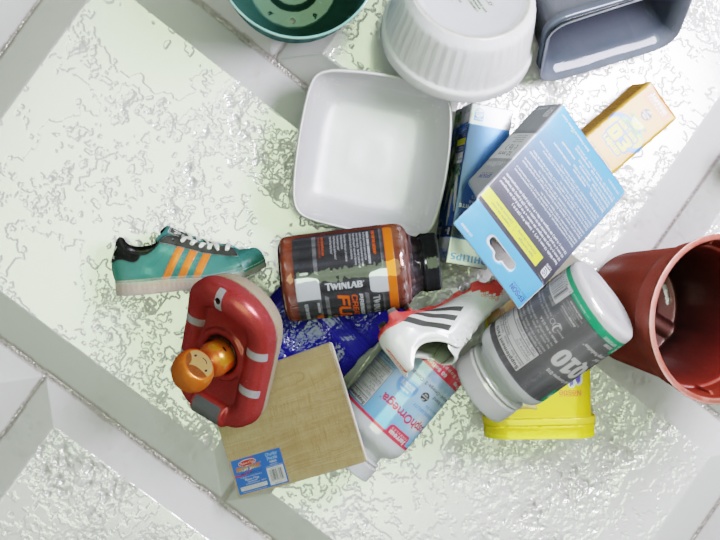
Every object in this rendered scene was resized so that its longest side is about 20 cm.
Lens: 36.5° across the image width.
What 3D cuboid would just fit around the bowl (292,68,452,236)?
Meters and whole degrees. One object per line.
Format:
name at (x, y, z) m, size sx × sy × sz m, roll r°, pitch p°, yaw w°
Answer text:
bowl at (0.014, -0.150, 1.414) m, size 0.196 × 0.075 × 0.204 m, roll 9°, pitch 91°, yaw -5°

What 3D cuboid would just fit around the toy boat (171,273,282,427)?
toy boat at (-0.179, 0.106, 1.327) m, size 0.129 × 0.130 × 0.203 m, roll 25°, pitch 118°, yaw 22°

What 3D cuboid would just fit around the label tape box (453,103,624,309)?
label tape box at (0.203, -0.078, 1.307) m, size 0.200 × 0.066 × 0.144 m, roll -46°, pitch 111°, yaw -11°

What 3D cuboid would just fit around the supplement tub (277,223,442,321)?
supplement tub at (0.000, 0.000, 1.349) m, size 0.196 × 0.107 × 0.109 m, roll -7°, pitch 93°, yaw 2°

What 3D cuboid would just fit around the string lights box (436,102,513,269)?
string lights box at (0.144, -0.107, 1.414) m, size 0.058 × 0.103 × 0.204 m, roll 9°, pitch 91°, yaw -7°

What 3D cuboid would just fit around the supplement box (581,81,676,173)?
supplement box at (0.319, -0.163, 1.449) m, size 0.199 × 0.069 × 0.067 m, roll -41°, pitch 96°, yaw -4°

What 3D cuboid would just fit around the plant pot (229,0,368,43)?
plant pot at (-0.080, -0.375, 1.352) m, size 0.196 × 0.161 × 0.205 m, roll 0°, pitch 92°, yaw -5°

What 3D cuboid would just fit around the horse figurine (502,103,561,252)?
horse figurine at (0.228, -0.115, 1.375) m, size 0.133 × 0.050 × 0.201 m, roll 44°, pitch 73°, yaw -25°

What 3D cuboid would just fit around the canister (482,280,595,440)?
canister at (0.232, 0.115, 1.437) m, size 0.145 × 0.087 × 0.204 m, roll -1°, pitch 90°, yaw 2°

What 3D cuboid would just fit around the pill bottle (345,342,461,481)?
pill bottle at (0.042, 0.169, 1.411) m, size 0.108 × 0.109 × 0.201 m, roll 41°, pitch 88°, yaw -6°

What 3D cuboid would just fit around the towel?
towel at (-0.052, 0.069, 1.428) m, size 0.200 × 0.050 × 0.148 m, roll -44°, pitch 95°, yaw -3°

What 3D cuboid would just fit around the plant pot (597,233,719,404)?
plant pot at (0.397, 0.055, 1.388) m, size 0.197 × 0.195 × 0.205 m, roll -1°, pitch 92°, yaw -19°

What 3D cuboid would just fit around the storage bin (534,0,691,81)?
storage bin at (0.304, -0.350, 1.417) m, size 0.197 × 0.146 × 0.136 m, roll -16°, pitch 66°, yaw -5°

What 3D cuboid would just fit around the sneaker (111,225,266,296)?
sneaker at (-0.221, -0.019, 1.396) m, size 0.196 × 0.071 × 0.082 m, roll -8°, pitch 97°, yaw -4°

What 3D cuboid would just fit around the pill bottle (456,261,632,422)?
pill bottle at (0.220, 0.090, 1.324) m, size 0.199 × 0.113 × 0.113 m, roll -39°, pitch 96°, yaw 23°

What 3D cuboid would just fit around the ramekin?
ramekin at (0.128, -0.317, 1.365) m, size 0.198 × 0.095 × 0.206 m, roll 4°, pitch 60°, yaw -6°

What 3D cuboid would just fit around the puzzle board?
puzzle board at (-0.096, 0.192, 1.391) m, size 0.197 × 0.017 × 0.153 m, roll -20°, pitch 85°, yaw 26°

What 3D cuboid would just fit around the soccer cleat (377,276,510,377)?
soccer cleat at (0.114, 0.070, 1.344) m, size 0.197 × 0.069 × 0.086 m, roll -16°, pitch 66°, yaw -27°
